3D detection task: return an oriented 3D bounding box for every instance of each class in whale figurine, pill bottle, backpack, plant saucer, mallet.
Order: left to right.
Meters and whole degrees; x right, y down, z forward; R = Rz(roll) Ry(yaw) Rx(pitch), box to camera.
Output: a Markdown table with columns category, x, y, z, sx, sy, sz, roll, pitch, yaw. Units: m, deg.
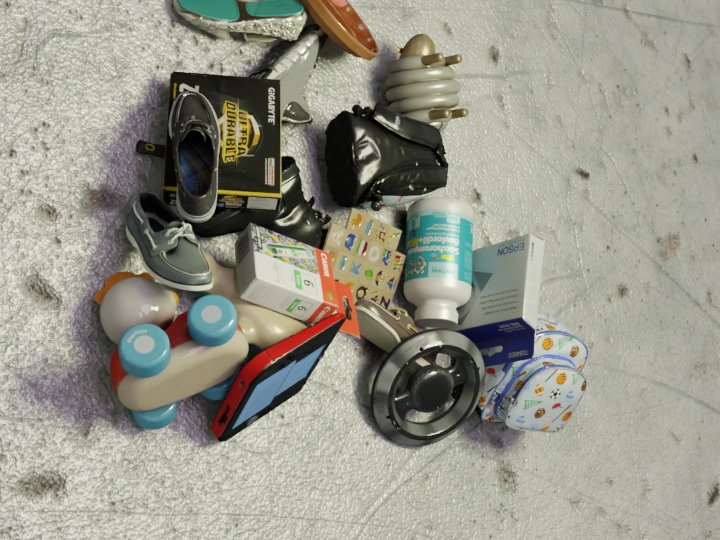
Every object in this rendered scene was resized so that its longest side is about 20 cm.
| category | x | y | z | sx | sy | sz | roll | pitch | yaw |
| --- | --- | --- | --- | --- | --- | --- | --- | --- | --- |
| mallet | -0.224 | -0.168 | 1.528 | 0.200 | 0.041 | 0.066 | 18 | 71 | -32 |
| whale figurine | -0.168 | 0.057 | 1.487 | 0.200 | 0.104 | 0.159 | 32 | 34 | -15 |
| plant saucer | -0.047 | -0.409 | 1.670 | 0.200 | 0.032 | 0.200 | 46 | 18 | -19 |
| backpack | 0.042 | -0.175 | 1.689 | 0.200 | 0.127 | 0.167 | -3 | 91 | -39 |
| pill bottle | 0.127 | -0.011 | 1.730 | 0.111 | 0.111 | 0.200 | 15 | 71 | -36 |
| backpack | 0.281 | 0.168 | 1.757 | 0.200 | 0.154 | 0.191 | 10 | 108 | -38 |

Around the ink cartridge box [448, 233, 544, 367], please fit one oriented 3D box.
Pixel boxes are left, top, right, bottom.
| category | x | y | z | sx | sy | sz | roll | pitch | yaw |
| --- | --- | --- | --- | --- | --- | --- | --- | --- | --- |
| ink cartridge box | 0.207 | 0.055 | 1.724 | 0.041 | 0.200 | 0.200 | 21 | 66 | -33 |

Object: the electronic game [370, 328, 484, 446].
| category | x | y | z | sx | sy | sz | roll | pitch | yaw |
| --- | --- | --- | --- | --- | --- | --- | --- | --- | --- |
| electronic game | 0.107 | 0.185 | 1.667 | 0.200 | 0.042 | 0.200 | -10 | 114 | -23 |

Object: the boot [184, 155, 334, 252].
| category | x | y | z | sx | sy | sz | roll | pitch | yaw |
| --- | --- | --- | --- | --- | --- | --- | --- | --- | --- |
| boot | -0.139 | -0.056 | 1.541 | 0.198 | 0.073 | 0.163 | -34 | 123 | -20 |

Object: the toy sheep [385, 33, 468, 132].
| category | x | y | z | sx | sy | sz | roll | pitch | yaw |
| --- | --- | --- | --- | --- | --- | --- | --- | --- | --- |
| toy sheep | 0.107 | -0.292 | 1.765 | 0.138 | 0.138 | 0.200 | -5 | 92 | -40 |

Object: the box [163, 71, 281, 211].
| category | x | y | z | sx | sy | sz | roll | pitch | yaw |
| --- | --- | --- | --- | --- | --- | --- | --- | --- | --- |
| box | -0.190 | -0.180 | 1.478 | 0.160 | 0.049 | 0.200 | 3 | 61 | -8 |

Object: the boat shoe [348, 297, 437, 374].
| category | x | y | z | sx | sy | sz | roll | pitch | yaw |
| --- | --- | --- | --- | --- | --- | --- | --- | --- | --- |
| boat shoe | 0.056 | 0.095 | 1.668 | 0.200 | 0.072 | 0.060 | 42 | 62 | -35 |

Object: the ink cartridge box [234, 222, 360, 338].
| category | x | y | z | sx | sy | sz | roll | pitch | yaw |
| --- | --- | --- | --- | --- | --- | --- | --- | --- | --- |
| ink cartridge box | -0.077 | 0.016 | 1.487 | 0.200 | 0.050 | 0.109 | 21 | 38 | -29 |

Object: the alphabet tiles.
| category | x | y | z | sx | sy | sz | roll | pitch | yaw |
| --- | --- | --- | --- | --- | --- | --- | --- | --- | --- |
| alphabet tiles | 0.000 | 0.000 | 1.637 | 0.200 | 0.006 | 0.167 | 22 | 85 | -51 |

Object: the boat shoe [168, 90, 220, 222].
| category | x | y | z | sx | sy | sz | roll | pitch | yaw |
| --- | --- | --- | --- | --- | --- | --- | --- | --- | --- |
| boat shoe | -0.218 | -0.162 | 1.396 | 0.070 | 0.066 | 0.200 | 3 | 63 | -10 |

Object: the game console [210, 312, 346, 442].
| category | x | y | z | sx | sy | sz | roll | pitch | yaw |
| --- | --- | --- | --- | --- | --- | --- | --- | --- | --- |
| game console | -0.112 | 0.148 | 1.451 | 0.177 | 0.200 | 0.031 | -25 | 68 | -40 |

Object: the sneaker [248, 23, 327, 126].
| category | x | y | z | sx | sy | sz | roll | pitch | yaw |
| --- | --- | --- | --- | --- | --- | --- | --- | --- | --- |
| sneaker | -0.098 | -0.288 | 1.644 | 0.200 | 0.075 | 0.116 | -50 | 121 | -30 |

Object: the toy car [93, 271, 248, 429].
| category | x | y | z | sx | sy | sz | roll | pitch | yaw |
| --- | --- | --- | --- | --- | --- | --- | --- | --- | --- |
| toy car | -0.260 | 0.067 | 1.376 | 0.177 | 0.184 | 0.200 | -24 | 63 | -19 |

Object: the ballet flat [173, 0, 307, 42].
| category | x | y | z | sx | sy | sz | roll | pitch | yaw |
| --- | --- | --- | --- | --- | --- | --- | --- | --- | --- |
| ballet flat | -0.178 | -0.369 | 1.581 | 0.200 | 0.072 | 0.072 | 1 | 78 | -15 |

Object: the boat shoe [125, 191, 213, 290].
| category | x | y | z | sx | sy | sz | roll | pitch | yaw |
| --- | --- | --- | --- | --- | --- | --- | --- | --- | --- |
| boat shoe | -0.249 | -0.039 | 1.375 | 0.073 | 0.200 | 0.062 | -5 | 121 | -35 |
